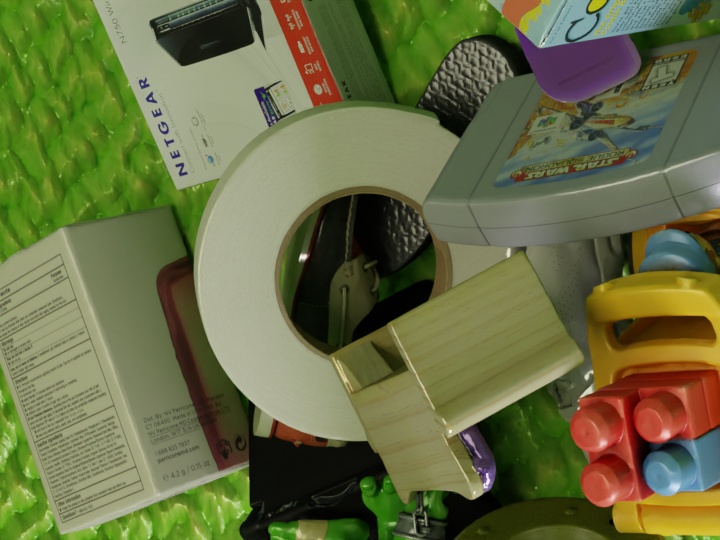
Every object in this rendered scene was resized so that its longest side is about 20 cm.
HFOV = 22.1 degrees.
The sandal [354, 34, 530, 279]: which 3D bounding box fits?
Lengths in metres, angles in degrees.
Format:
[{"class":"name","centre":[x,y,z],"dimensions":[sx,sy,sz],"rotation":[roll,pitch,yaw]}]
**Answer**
[{"class":"sandal","centre":[0.041,-0.064,1.157],"dimensions":[0.200,0.043,0.076],"rotation":[-45,78,31]}]

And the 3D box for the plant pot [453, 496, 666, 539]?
[{"class":"plant pot","centre":[0.112,0.239,1.017],"dimensions":[0.199,0.200,0.194],"rotation":[20,131,37]}]

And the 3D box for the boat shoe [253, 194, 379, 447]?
[{"class":"boat shoe","centre":[-0.020,0.017,1.156],"dimensions":[0.062,0.071,0.202],"rotation":[10,105,-6]}]

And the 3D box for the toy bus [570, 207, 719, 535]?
[{"class":"toy bus","centre":[0.176,0.043,0.954],"dimensions":[0.135,0.191,0.202],"rotation":[-6,95,44]}]

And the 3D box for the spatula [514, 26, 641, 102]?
[{"class":"spatula","centre":[0.097,-0.178,1.049],"dimensions":[0.056,0.021,0.201],"rotation":[-26,56,7]}]

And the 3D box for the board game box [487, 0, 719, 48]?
[{"class":"board game box","centre":[0.136,-0.191,0.925],"dimensions":[0.103,0.199,0.105],"rotation":[46,126,24]}]

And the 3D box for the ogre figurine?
[{"class":"ogre figurine","centre":[0.001,0.203,1.132],"dimensions":[0.199,0.098,0.121],"rotation":[-24,55,34]}]

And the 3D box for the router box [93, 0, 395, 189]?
[{"class":"router box","centre":[-0.088,-0.166,1.206],"dimensions":[0.179,0.049,0.201],"rotation":[-13,106,43]}]

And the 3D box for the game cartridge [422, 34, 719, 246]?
[{"class":"game cartridge","centre":[0.133,-0.069,0.994],"dimensions":[0.199,0.133,0.042],"rotation":[-9,121,35]}]

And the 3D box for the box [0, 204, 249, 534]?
[{"class":"box","centre":[-0.177,0.071,1.334],"dimensions":[0.127,0.109,0.202],"rotation":[-25,83,43]}]

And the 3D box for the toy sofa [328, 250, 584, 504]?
[{"class":"toy sofa","centre":[0.053,0.062,0.987],"dimensions":[0.098,0.082,0.200],"rotation":[62,167,3]}]

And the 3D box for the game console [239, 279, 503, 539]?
[{"class":"game console","centre":[0.020,0.132,1.233],"dimensions":[0.176,0.117,0.199],"rotation":[47,135,-15]}]

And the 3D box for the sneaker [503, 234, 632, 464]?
[{"class":"sneaker","centre":[0.115,0.041,1.066],"dimensions":[0.075,0.088,0.202],"rotation":[157,101,-69]}]

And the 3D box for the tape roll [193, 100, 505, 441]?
[{"class":"tape roll","centre":[0.000,0.000,1.097],"dimensions":[0.037,0.201,0.205],"rotation":[-125,32,-76]}]
